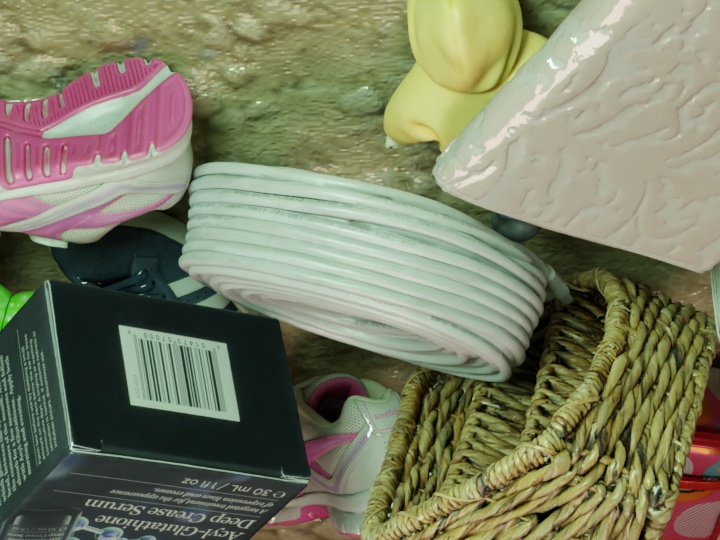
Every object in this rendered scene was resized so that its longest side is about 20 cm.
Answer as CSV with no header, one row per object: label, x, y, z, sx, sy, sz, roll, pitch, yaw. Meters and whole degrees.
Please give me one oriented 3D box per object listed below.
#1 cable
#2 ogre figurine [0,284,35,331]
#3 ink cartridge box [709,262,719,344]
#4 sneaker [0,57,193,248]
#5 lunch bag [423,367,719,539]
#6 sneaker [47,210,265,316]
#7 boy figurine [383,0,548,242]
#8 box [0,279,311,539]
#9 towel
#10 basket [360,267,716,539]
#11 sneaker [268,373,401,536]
cable,0.000,0.000,1.606,0.199,0.069,0.200,13,172,19
ogre figurine,-0.226,0.036,1.685,0.200,0.098,0.120,33,156,5
ink cartridge box,0.285,0.044,1.716,0.144,0.085,0.200,-8,147,12
sneaker,-0.176,-0.048,1.582,0.199,0.082,0.088,-5,146,11
lunch bag,0.134,0.103,1.826,0.199,0.082,0.176,7,143,-6
sneaker,-0.108,0.037,1.713,0.075,0.085,0.200,-18,143,28
boy figurine,0.065,-0.087,1.532,0.124,0.065,0.200,-11,146,19
box,-0.146,0.109,1.635,0.148,0.107,0.200,10,143,-32
towel,0.163,-0.089,1.489,0.191,0.032,0.200,15,129,-38
basket,0.101,0.078,1.639,0.149,0.200,0.143,23,123,0
sneaker,-0.016,0.104,1.804,0.081,0.089,0.200,-11,-174,-33
